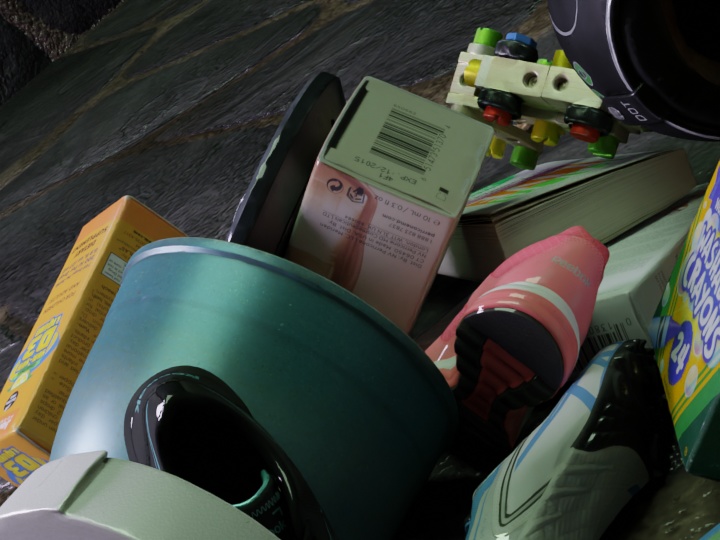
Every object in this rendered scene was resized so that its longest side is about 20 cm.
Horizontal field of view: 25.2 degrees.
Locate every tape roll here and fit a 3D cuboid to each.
[{"bbox_3d":[-0.076,0.164,0.678,0.202,0.203,0.037,-14,27,44],"label":"tape roll"}]

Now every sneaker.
[{"bbox_3d":[0.081,0.041,0.853,0.087,0.074,0.200,-51,-1,-28],"label":"sneaker"},{"bbox_3d":[0.091,0.100,0.761,0.072,0.072,0.200,-7,30,39],"label":"sneaker"},{"bbox_3d":[-0.042,0.132,0.702,0.075,0.201,0.079,-34,-2,-13],"label":"sneaker"}]

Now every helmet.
[{"bbox_3d":[0.197,-0.172,0.875,0.199,0.201,0.191,-29,20,13],"label":"helmet"}]

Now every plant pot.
[{"bbox_3d":[-0.077,0.118,0.827,0.199,0.200,0.189,-10,44,49],"label":"plant pot"}]

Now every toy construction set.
[{"bbox_3d":[0.140,-0.107,1.023,0.199,0.131,0.093,-2,75,31],"label":"toy construction set"}]

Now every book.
[{"bbox_3d":[0.114,-0.038,1.041,0.133,0.048,0.200,-23,7,-15],"label":"book"}]

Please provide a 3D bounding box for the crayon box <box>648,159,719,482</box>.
[{"bbox_3d":[0.193,-0.018,0.721,0.126,0.051,0.201,-87,14,-63],"label":"crayon box"}]

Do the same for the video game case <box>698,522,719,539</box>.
[{"bbox_3d":[0.127,0.166,0.626,0.200,0.018,0.143,-36,20,-7],"label":"video game case"}]

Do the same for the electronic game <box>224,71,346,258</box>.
[{"bbox_3d":[-0.057,-0.027,0.985,0.200,0.041,0.201,24,-90,-87],"label":"electronic game"}]

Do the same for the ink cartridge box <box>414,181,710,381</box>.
[{"bbox_3d":[0.142,0.010,0.967,0.160,0.047,0.200,-18,11,40],"label":"ink cartridge box"}]

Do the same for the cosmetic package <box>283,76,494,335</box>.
[{"bbox_3d":[0.000,0.000,0.963,0.104,0.087,0.201,-65,-4,-52],"label":"cosmetic package"}]

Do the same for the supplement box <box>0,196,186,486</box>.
[{"bbox_3d":[-0.181,0.051,1.079,0.066,0.069,0.201,-29,35,45],"label":"supplement box"}]
